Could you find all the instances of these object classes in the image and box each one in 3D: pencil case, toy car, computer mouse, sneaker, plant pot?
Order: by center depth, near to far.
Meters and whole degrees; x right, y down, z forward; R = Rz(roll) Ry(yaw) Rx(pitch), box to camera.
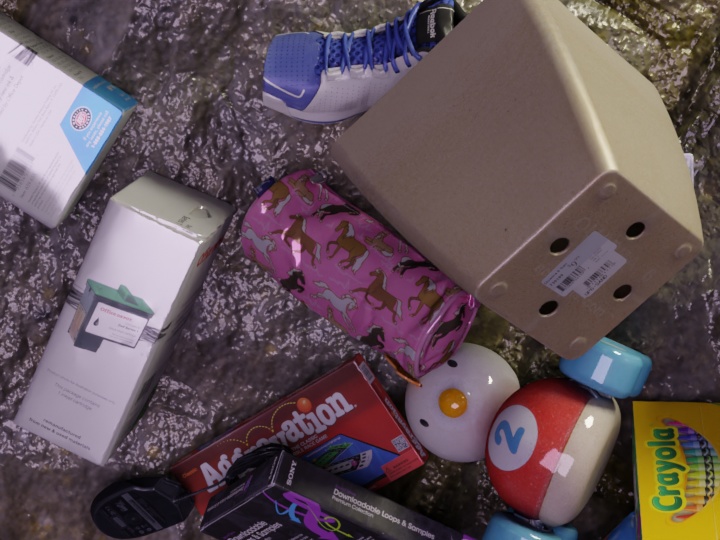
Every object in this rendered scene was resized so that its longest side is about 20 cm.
[{"bbox_3d":[0.134,-0.056,1.480,0.200,0.178,0.200,-42,136,15],"label":"plant pot"},{"bbox_3d":[0.028,-0.167,1.543,0.198,0.115,0.081,8,60,-2],"label":"sneaker"},{"bbox_3d":[0.000,0.000,1.570,0.200,0.083,0.087,36,137,24],"label":"pencil case"},{"bbox_3d":[0.100,0.115,1.588,0.199,0.177,0.185,24,93,13],"label":"toy car"},{"bbox_3d":[-0.139,0.174,1.659,0.199,0.034,0.059,-20,127,24],"label":"computer mouse"}]

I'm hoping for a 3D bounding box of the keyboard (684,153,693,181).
[{"bbox_3d":[0.166,-0.063,1.614,0.198,0.011,0.057,-2,102,6],"label":"keyboard"}]

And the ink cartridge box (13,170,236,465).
[{"bbox_3d":[-0.184,0.033,1.598,0.084,0.146,0.201,25,102,1],"label":"ink cartridge box"}]

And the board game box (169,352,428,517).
[{"bbox_3d":[-0.052,0.157,1.654,0.199,0.019,0.103,-32,96,24],"label":"board game box"}]

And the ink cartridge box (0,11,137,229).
[{"bbox_3d":[-0.293,-0.138,1.610,0.199,0.067,0.116,33,103,-3],"label":"ink cartridge box"}]

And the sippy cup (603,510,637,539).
[{"bbox_3d":[0.222,0.266,1.606,0.139,0.178,0.131,35,113,9],"label":"sippy cup"}]

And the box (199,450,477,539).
[{"bbox_3d":[-0.012,0.214,1.609,0.199,0.036,0.143,26,148,-19],"label":"box"}]

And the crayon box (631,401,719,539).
[{"bbox_3d":[0.297,0.175,1.554,0.171,0.200,0.059,2,117,4],"label":"crayon box"}]
